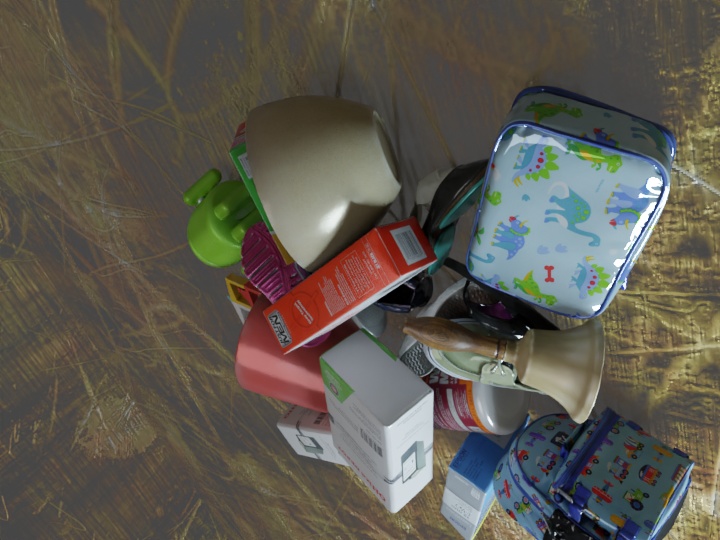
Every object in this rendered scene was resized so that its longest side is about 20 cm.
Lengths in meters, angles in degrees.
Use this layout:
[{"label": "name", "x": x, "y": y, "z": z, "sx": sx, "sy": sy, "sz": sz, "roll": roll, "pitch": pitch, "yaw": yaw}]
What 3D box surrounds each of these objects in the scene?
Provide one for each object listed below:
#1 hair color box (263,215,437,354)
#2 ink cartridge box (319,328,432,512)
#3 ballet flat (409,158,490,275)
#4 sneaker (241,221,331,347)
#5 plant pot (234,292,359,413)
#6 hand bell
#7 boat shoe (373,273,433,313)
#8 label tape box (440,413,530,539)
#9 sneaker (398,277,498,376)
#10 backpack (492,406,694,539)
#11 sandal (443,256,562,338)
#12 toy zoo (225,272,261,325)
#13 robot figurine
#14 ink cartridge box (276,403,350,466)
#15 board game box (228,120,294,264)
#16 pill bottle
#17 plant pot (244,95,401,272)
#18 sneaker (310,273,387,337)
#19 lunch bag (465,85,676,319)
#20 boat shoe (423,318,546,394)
[{"label": "hair color box", "x": -0.015, "y": 0.019, "z": 0.683, "sx": 0.198, "sy": 0.101, "sz": 0.062, "roll": -36, "pitch": 82, "yaw": 33}, {"label": "ink cartridge box", "x": 0.024, "y": 0.208, "z": 0.802, "sx": 0.145, "sy": 0.083, "sz": 0.205, "roll": 37, "pitch": 146, "yaw": 39}, {"label": "ballet flat", "x": 0.090, "y": -0.069, "z": 0.676, "sx": 0.069, "sy": 0.067, "sz": 0.202, "roll": 46, "pitch": 146, "yaw": 16}, {"label": "sneaker", "x": -0.107, "y": 0.023, "z": 0.853, "sx": 0.203, "sy": 0.080, "sz": 0.088, "roll": 59, "pitch": 178, "yaw": 10}, {"label": "plant pot", "x": -0.087, "y": 0.139, "z": 0.982, "sx": 0.173, "sy": 0.202, "sz": 0.204, "roll": 20, "pitch": 139, "yaw": 18}, {"label": "hand bell", "x": 0.139, "y": 0.080, "z": 0.606, "sx": 0.193, "sy": 0.106, "sz": 0.106, "roll": 13, "pitch": 138, "yaw": 9}, {"label": "boat shoe", "x": 0.000, "y": 0.000, "z": 0.779, "sx": 0.194, "sy": 0.093, "sz": 0.077, "roll": 16, "pitch": 99, "yaw": 14}, {"label": "label tape box", "x": 0.179, "y": 0.305, "z": 0.867, "sx": 0.065, "sy": 0.143, "sz": 0.204, "roll": 28, "pitch": 141, "yaw": 24}, {"label": "sneaker", "x": 0.119, "y": 0.051, "z": 0.763, "sx": 0.072, "sy": 0.086, "sz": 0.200, "roll": 37, "pitch": 125, "yaw": -12}, {"label": "backpack", "x": 0.267, "y": 0.252, "z": 0.702, "sx": 0.198, "sy": 0.180, "sz": 0.138, "roll": 33, "pitch": 137, "yaw": 39}, {"label": "sandal", "x": 0.170, "y": 0.055, "z": 0.658, "sx": 0.198, "sy": 0.049, "sz": 0.075, "roll": 35, "pitch": -176, "yaw": -10}, {"label": "toy zoo", "x": -0.209, "y": 0.079, "z": 1.190, "sx": 0.196, "sy": 0.020, "sz": 0.134, "roll": 19, "pitch": 136, "yaw": 36}, {"label": "robot figurine", "x": -0.222, "y": -0.074, "z": 0.972, "sx": 0.176, "sy": 0.116, "sz": 0.198, "roll": 49, "pitch": 146, "yaw": -11}, {"label": "ink cartridge box", "x": -0.045, "y": 0.268, "z": 1.079, "sx": 0.197, "sy": 0.146, "sz": 0.085, "roll": -12, "pitch": 118, "yaw": 52}, {"label": "board game box", "x": -0.116, "y": -0.116, "z": 0.777, "sx": 0.201, "sy": 0.039, "sz": 0.156, "roll": -109, "pitch": -5, "yaw": -67}, {"label": "pill bottle", "x": 0.131, "y": 0.166, "z": 0.817, "sx": 0.197, "sy": 0.109, "sz": 0.111, "roll": -13, "pitch": 114, "yaw": 52}, {"label": "plant pot", "x": -0.027, "y": -0.118, "z": 0.677, "sx": 0.131, "sy": 0.202, "sz": 0.204, "roll": -19, "pitch": 114, "yaw": 15}, {"label": "sneaker", "x": -0.033, "y": 0.017, "z": 0.897, "sx": 0.203, "sy": 0.070, "sz": 0.099, "roll": 58, "pitch": 147, "yaw": -3}, {"label": "lunch bag", "x": 0.190, "y": -0.055, "z": 0.547, "sx": 0.156, "sy": 0.083, "sz": 0.204, "roll": 20, "pitch": 138, "yaw": 15}, {"label": "boat shoe", "x": 0.171, "y": 0.102, "z": 0.685, "sx": 0.193, "sy": 0.075, "sz": 0.062, "roll": 12, "pitch": 179, "yaw": -4}]
